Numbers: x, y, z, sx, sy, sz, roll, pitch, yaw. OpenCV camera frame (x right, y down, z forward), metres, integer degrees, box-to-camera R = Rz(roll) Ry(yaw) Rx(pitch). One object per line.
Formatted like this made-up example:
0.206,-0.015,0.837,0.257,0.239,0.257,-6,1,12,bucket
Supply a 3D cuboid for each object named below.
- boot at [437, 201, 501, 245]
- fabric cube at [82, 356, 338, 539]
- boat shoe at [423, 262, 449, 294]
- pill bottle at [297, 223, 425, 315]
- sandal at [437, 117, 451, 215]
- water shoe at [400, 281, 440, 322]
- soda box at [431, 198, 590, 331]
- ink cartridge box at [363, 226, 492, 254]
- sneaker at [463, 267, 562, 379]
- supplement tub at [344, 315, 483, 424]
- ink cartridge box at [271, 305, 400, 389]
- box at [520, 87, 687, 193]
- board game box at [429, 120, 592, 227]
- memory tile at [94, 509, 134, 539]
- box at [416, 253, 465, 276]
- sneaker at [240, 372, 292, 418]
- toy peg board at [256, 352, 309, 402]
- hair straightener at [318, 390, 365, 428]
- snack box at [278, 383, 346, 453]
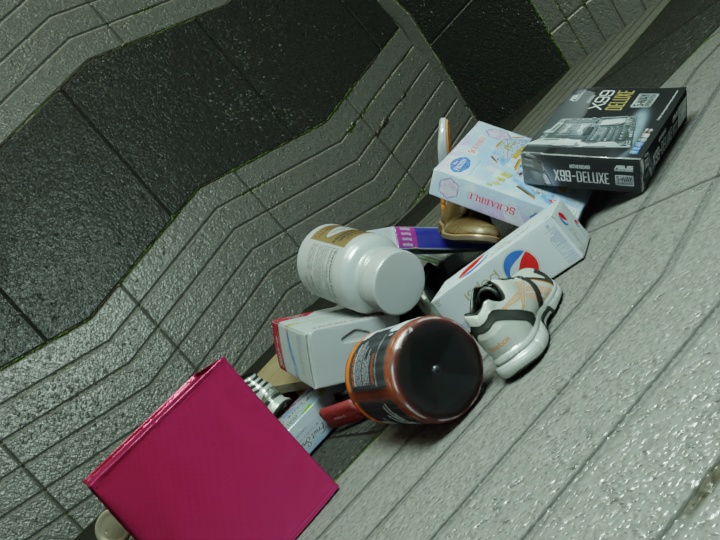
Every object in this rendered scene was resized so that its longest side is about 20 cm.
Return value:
0.151,-0.077,1.053,0.200,0.072,0.077,-121,42,-77,boot
-0.182,0.250,0.884,0.196,0.200,0.200,-45,6,-24,fabric cube
0.069,0.068,1.261,0.200,0.063,0.073,-43,5,-13,boat shoe
0.000,0.000,1.098,0.114,0.115,0.199,-43,30,-19,pill bottle
0.153,-0.144,1.163,0.208,0.058,0.080,76,-162,-51,sandal
0.066,0.041,1.178,0.079,0.071,0.200,-50,26,8,water shoe
0.184,0.000,0.939,0.199,0.064,0.068,-38,5,33,soda box
0.108,-0.048,1.205,0.194,0.044,0.199,-1,-2,-32,ink cartridge box
0.159,0.031,0.790,0.074,0.080,0.200,-41,4,24,sneaker
0.045,0.112,0.820,0.107,0.107,0.200,-43,5,-21,supplement tub
-0.038,0.109,1.133,0.144,0.084,0.200,-10,5,-19,ink cartridge box
0.323,-0.177,0.993,0.156,0.050,0.200,11,41,36,box
0.221,-0.129,1.049,0.200,0.197,0.042,-46,-26,-50,board game box
-0.240,0.325,1.002,0.200,0.153,0.017,-43,-10,-10,memory tile
0.069,0.009,1.376,0.199,0.042,0.155,-36,31,-27,box
-0.193,0.246,1.265,0.075,0.115,0.202,-28,-27,-51,sneaker
-0.074,0.184,1.368,0.197,0.099,0.200,-16,22,41,toy peg board
0.020,0.157,1.009,0.077,0.041,0.200,-46,6,-39,hair straightener
-0.103,0.249,1.126,0.200,0.053,0.142,-44,7,-24,snack box
